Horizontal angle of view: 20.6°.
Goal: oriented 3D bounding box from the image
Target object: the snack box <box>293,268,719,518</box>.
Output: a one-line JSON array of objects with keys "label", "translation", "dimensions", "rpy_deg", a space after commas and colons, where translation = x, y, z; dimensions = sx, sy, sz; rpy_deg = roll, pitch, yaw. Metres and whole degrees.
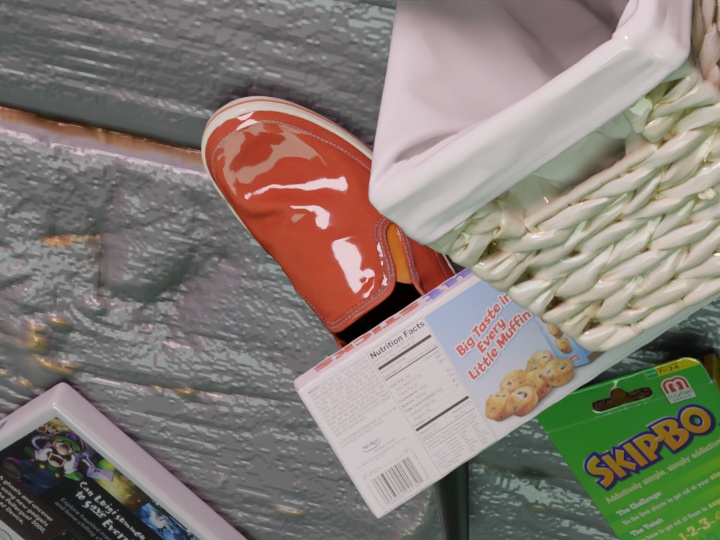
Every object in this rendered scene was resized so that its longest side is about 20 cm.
[{"label": "snack box", "translation": [0.072, 0.028, 0.900], "dimensions": [0.199, 0.024, 0.072], "rpy_deg": [-33, 100, -2]}]

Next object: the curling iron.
[{"label": "curling iron", "translation": [0.035, 0.074, 1.028], "dimensions": [0.049, 0.026, 0.201], "rpy_deg": [-5, 128, 14]}]

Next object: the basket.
[{"label": "basket", "translation": [0.098, -0.085, 0.763], "dimensions": [0.135, 0.201, 0.123], "rpy_deg": [-32, 122, 34]}]

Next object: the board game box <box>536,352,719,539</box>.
[{"label": "board game box", "translation": [0.176, 0.119, 1.034], "dimensions": [0.095, 0.030, 0.200], "rpy_deg": [-19, 126, 26]}]

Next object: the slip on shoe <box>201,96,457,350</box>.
[{"label": "slip on shoe", "translation": [0.000, 0.000, 0.931], "dimensions": [0.074, 0.061, 0.200], "rpy_deg": [-37, 99, 21]}]

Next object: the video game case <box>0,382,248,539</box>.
[{"label": "video game case", "translation": [-0.163, 0.167, 1.161], "dimensions": [0.181, 0.023, 0.200], "rpy_deg": [-30, 117, 33]}]
